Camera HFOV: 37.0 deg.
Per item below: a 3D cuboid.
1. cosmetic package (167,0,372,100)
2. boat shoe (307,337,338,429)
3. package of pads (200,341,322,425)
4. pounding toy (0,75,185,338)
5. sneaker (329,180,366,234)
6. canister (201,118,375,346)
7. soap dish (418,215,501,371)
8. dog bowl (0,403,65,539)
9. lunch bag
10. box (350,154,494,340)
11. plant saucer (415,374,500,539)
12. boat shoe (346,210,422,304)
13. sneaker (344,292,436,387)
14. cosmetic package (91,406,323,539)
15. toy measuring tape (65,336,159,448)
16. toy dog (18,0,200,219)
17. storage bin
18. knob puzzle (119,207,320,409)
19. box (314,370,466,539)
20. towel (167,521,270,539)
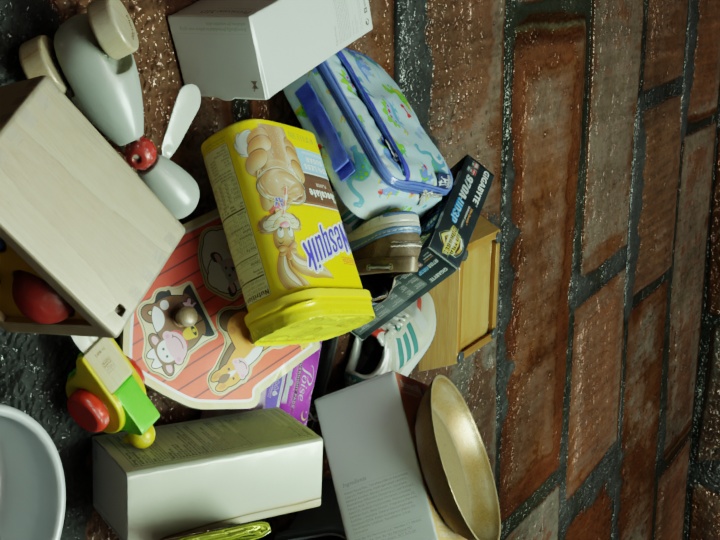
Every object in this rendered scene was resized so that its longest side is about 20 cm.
[{"bbox_3d":[-0.084,-0.245,1.070,0.200,0.106,0.086,-44,133,-47],"label":"cosmetic package"},{"bbox_3d":[-0.061,0.125,1.255,0.067,0.056,0.203,2,96,-59],"label":"boat shoe"},{"bbox_3d":[-0.102,0.105,1.163,0.120,0.075,0.203,16,84,-54],"label":"package of pads"},{"bbox_3d":[-0.261,-0.015,0.795,0.185,0.198,0.143,51,54,-33],"label":"pounding toy"},{"bbox_3d":[-0.025,-0.058,1.235,0.199,0.069,0.095,-21,112,-59],"label":"sneaker"},{"bbox_3d":[-0.072,-0.036,1.050,0.148,0.086,0.203,3,66,-60],"label":"canister"},{"bbox_3d":[0.137,0.030,1.533,0.157,0.080,0.203,-23,118,-55],"label":"soap dish"},{"bbox_3d":[-0.324,0.192,0.817,0.199,0.078,0.203,-24,119,-54],"label":"dog bowl"},{"bbox_3d":[0.006,-0.148,1.172,0.160,0.082,0.202,4,53,-56],"label":"lunch bag"},{"bbox_3d":[0.063,-0.026,1.258,0.046,0.200,0.160,36,48,-12],"label":"box"},{"bbox_3d":[0.106,0.220,1.219,0.202,0.035,0.201,-90,154,-49],"label":"plant saucer"},{"bbox_3d":[0.000,0.000,1.174,0.071,0.200,0.073,-1,74,-27],"label":"boat shoe"},{"bbox_3d":[0.038,0.087,1.394,0.201,0.070,0.094,-58,148,-29],"label":"sneaker"},{"bbox_3d":[-0.144,0.191,1.020,0.198,0.103,0.074,-6,105,-30],"label":"cosmetic package"},{"bbox_3d":[-0.247,0.078,0.952,0.074,0.073,0.201,-48,114,-41],"label":"toy measuring tape"},{"bbox_3d":[-0.204,-0.144,0.913,0.097,0.130,0.202,-92,177,-55],"label":"toy dog"},{"bbox_3d":[-0.018,0.355,1.317,0.202,0.144,0.135,64,27,-22],"label":"storage bin"},{"bbox_3d":[-0.145,0.045,1.042,0.217,0.030,0.223,7,78,-34],"label":"knob puzzle"},{"bbox_3d":[0.043,0.236,1.249,0.152,0.105,0.203,29,43,-64],"label":"box"},{"bbox_3d":[-0.153,0.255,1.005,0.085,0.200,0.018,-6,77,-25],"label":"towel"}]
